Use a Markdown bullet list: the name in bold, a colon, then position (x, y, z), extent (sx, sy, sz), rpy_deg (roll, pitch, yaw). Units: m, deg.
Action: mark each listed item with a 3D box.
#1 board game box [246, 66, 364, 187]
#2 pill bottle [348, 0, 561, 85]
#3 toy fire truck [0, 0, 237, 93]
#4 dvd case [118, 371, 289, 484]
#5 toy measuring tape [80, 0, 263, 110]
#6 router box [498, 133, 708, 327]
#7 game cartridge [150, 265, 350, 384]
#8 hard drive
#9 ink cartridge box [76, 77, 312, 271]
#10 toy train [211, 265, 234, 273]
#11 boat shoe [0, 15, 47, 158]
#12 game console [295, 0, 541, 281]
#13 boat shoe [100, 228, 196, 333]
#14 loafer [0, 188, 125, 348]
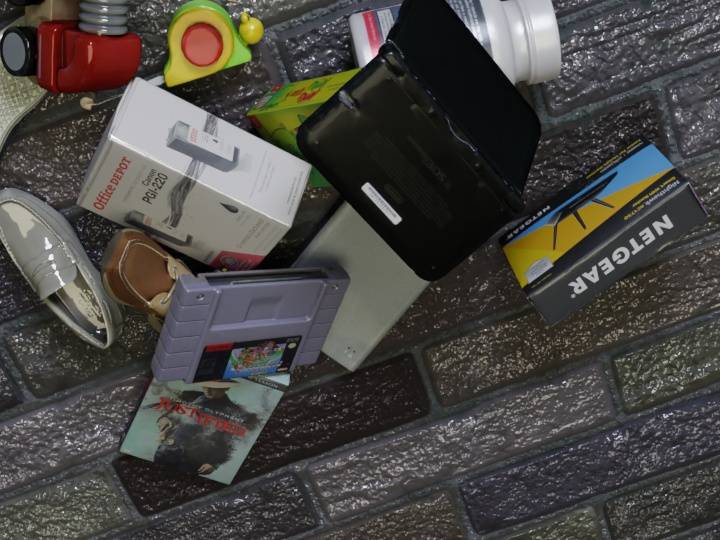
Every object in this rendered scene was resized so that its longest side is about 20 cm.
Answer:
- **board game box**: position (-0.025, -0.136, 1.109), extent (0.048, 0.199, 0.102), rpy_deg (-47, 114, -21)
- **pill bottle**: position (0.093, -0.215, 1.124), extent (0.196, 0.120, 0.121), rpy_deg (-12, 116, 0)
- **toy fire truck**: position (-0.219, -0.248, 1.037), extent (0.198, 0.128, 0.179), rpy_deg (20, 112, 33)
- **dvd case**: position (-0.182, 0.164, 1.291), extent (0.144, 0.022, 0.201), rpy_deg (20, 129, -15)
- **toy measuring tape**: position (-0.193, -0.221, 1.121), extent (0.196, 0.074, 0.075), rpy_deg (-17, 116, 2)
- **router box**: position (0.253, -0.046, 1.203), extent (0.199, 0.150, 0.051), rpy_deg (-37, 114, 11)
- **game cartridge**: position (-0.113, 0.057, 1.183), extent (0.197, 0.038, 0.131), rpy_deg (-4, 127, -36)
- **hard drive**: position (0.000, 0.000, 1.262), extent (0.139, 0.033, 0.201), rpy_deg (35, 107, -19)
- **ink cartridge box**: position (-0.171, -0.088, 1.141), extent (0.198, 0.086, 0.146), rpy_deg (27, 147, -15)
- **toy train**: position (-0.127, 0.062, 1.238), extent (0.046, 0.034, 0.201), rpy_deg (-45, 147, -21)
- **boat shoe**: position (-0.365, -0.168, 1.132), extent (0.074, 0.062, 0.202), rpy_deg (29, 94, -22)
- **game console**: position (0.059, -0.126, 1.031), extent (0.175, 0.117, 0.200), rpy_deg (-40, 115, 13)
- **boat shoe**: position (-0.200, 0.018, 1.176), extent (0.073, 0.200, 0.077), rpy_deg (15, 74, 20)
- **loafer**: position (-0.323, -0.001, 1.207), extent (0.069, 0.070, 0.201), rpy_deg (-34, 114, 10)
